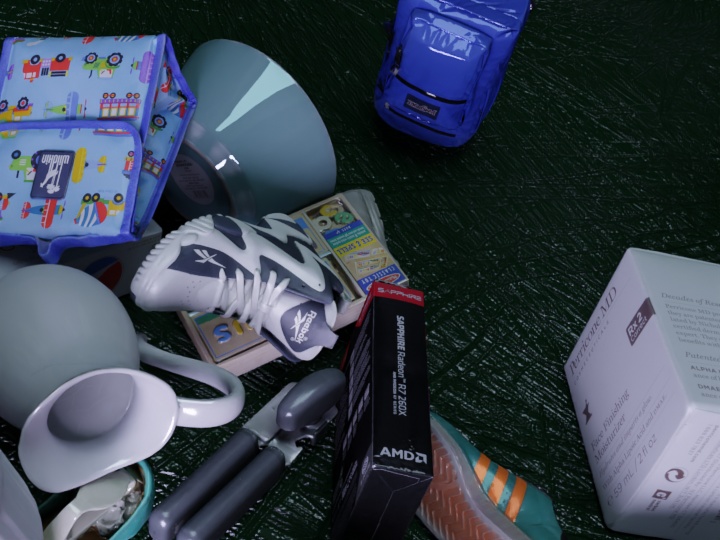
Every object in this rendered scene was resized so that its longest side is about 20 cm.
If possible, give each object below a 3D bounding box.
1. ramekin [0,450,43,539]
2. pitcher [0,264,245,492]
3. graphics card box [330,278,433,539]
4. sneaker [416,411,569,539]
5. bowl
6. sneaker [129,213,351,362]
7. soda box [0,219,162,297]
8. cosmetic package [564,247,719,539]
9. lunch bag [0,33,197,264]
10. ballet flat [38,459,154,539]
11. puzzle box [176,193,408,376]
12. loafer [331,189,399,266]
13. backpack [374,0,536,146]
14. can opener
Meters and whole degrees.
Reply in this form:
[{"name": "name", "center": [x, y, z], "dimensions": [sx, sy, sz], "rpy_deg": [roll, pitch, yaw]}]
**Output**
[{"name": "ramekin", "center": [-0.285, 0.167, 0.558], "dimensions": [0.199, 0.098, 0.202], "rpy_deg": [-7, 49, 8]}, {"name": "pitcher", "center": [-0.195, 0.071, 0.723], "dimensions": [0.171, 0.122, 0.200], "rpy_deg": [-1, 21, -35]}, {"name": "graphics card box", "center": [0.015, 0.120, 0.774], "dimensions": [0.050, 0.126, 0.201], "rpy_deg": [14, 38, -9]}, {"name": "sneaker", "center": [0.104, 0.190, 0.782], "dimensions": [0.080, 0.072, 0.200], "rpy_deg": [0, 40, -43]}, {"name": "bowl", "center": [-0.131, -0.111, 0.950], "dimensions": [0.200, 0.201, 0.105], "rpy_deg": [33, 55, 17]}, {"name": "sneaker", "center": [-0.081, 0.022, 0.788], "dimensions": [0.129, 0.080, 0.199], "rpy_deg": [41, 22, 21]}, {"name": "soda box", "center": [-0.272, 0.000, 0.838], "dimensions": [0.064, 0.068, 0.199], "rpy_deg": [41, 43, 26]}, {"name": "cosmetic package", "center": [0.304, 0.114, 0.874], "dimensions": [0.164, 0.166, 0.201], "rpy_deg": [10, 38, -11]}, {"name": "lunch bag", "center": [-0.238, -0.092, 0.811], "dimensions": [0.149, 0.094, 0.201], "rpy_deg": [1, 60, 10]}, {"name": "ballet flat", "center": [-0.211, 0.184, 0.643], "dimensions": [0.067, 0.071, 0.200], "rpy_deg": [32, 40, 14]}, {"name": "puzzle box", "center": [-0.072, 0.012, 0.895], "dimensions": [0.199, 0.026, 0.133], "rpy_deg": [-25, 53, -18]}, {"name": "loafer", "center": [0.000, 0.000, 0.965], "dimensions": [0.069, 0.070, 0.201], "rpy_deg": [-11, 46, -9]}, {"name": "backpack", "center": [0.095, -0.253, 1.197], "dimensions": [0.162, 0.201, 0.168], "rpy_deg": [27, 48, 6]}, {"name": "can opener", "center": [-0.085, 0.141, 0.758], "dimensions": [0.052, 0.067, 0.200], "rpy_deg": [27, 43, 21]}]
